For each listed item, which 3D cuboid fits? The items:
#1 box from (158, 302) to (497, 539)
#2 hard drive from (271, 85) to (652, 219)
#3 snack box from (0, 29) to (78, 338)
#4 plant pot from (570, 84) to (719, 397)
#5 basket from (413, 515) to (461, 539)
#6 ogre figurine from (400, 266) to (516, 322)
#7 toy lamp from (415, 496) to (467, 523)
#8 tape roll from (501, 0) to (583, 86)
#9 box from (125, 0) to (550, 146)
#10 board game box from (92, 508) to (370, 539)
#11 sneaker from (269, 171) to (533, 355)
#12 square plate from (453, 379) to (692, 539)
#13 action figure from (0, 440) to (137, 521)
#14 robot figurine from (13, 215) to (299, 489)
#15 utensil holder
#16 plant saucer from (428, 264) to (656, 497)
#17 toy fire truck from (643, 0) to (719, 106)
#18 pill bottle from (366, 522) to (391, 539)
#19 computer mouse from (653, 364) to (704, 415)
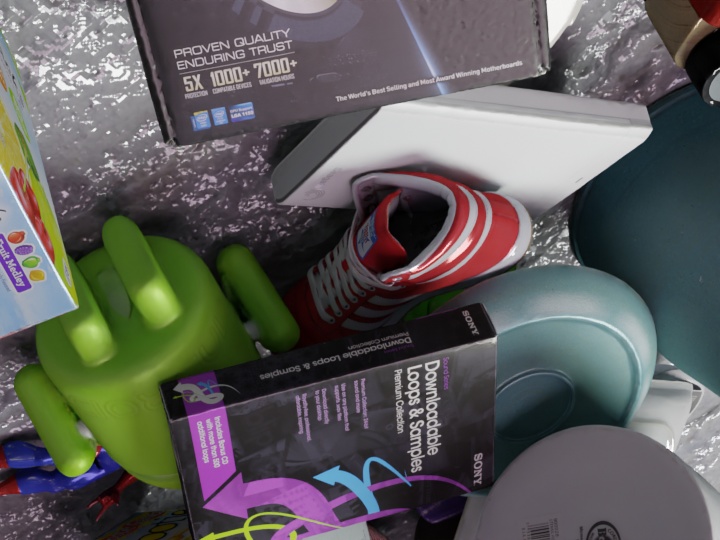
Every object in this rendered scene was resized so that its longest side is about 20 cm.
[{"bbox_3d":[-0.013,0.102,0.864,0.199,0.036,0.144,-15,134,-11],"label":"box"},{"bbox_3d":[0.062,-0.072,0.874,0.199,0.026,0.132,2,156,-33],"label":"hard drive"},{"bbox_3d":[-0.199,-0.092,0.638,0.067,0.201,0.169,-21,138,-5],"label":"snack box"},{"bbox_3d":[0.275,0.000,0.973,0.199,0.189,0.201,-14,136,-14],"label":"plant pot"},{"bbox_3d":[0.134,0.273,1.201,0.136,0.180,0.200,-40,130,-11],"label":"basket"},{"bbox_3d":[0.046,0.080,1.007,0.119,0.098,0.201,-12,147,-30],"label":"ogre figurine"},{"bbox_3d":[0.124,0.130,1.122,0.200,0.058,0.058,-40,136,14],"label":"toy lamp"},{"bbox_3d":[0.039,-0.173,0.799,0.201,0.037,0.204,-13,135,-14],"label":"tape roll"},{"bbox_3d":[-0.017,-0.167,0.689,0.198,0.086,0.165,-10,123,-1],"label":"box"},{"bbox_3d":[-0.096,0.227,0.985,0.199,0.106,0.103,-10,-172,30],"label":"board game box"},{"bbox_3d":[0.000,0.000,0.887,0.199,0.072,0.112,-30,158,23],"label":"sneaker"},{"bbox_3d":[0.162,0.175,1.074,0.197,0.028,0.201,7,106,-36],"label":"square plate"},{"bbox_3d":[-0.181,0.129,0.981,0.199,0.052,0.066,-20,134,-11],"label":"action figure"},{"bbox_3d":[-0.126,0.059,0.886,0.175,0.116,0.200,-32,138,-6],"label":"robot figurine"},{"bbox_3d":[0.185,0.206,0.948,0.169,0.171,0.200,-35,146,10],"label":"utensil holder"},{"bbox_3d":[0.109,0.084,0.940,0.199,0.027,0.201,-10,131,-12],"label":"plant saucer"},{"bbox_3d":[0.277,-0.211,0.836,0.175,0.129,0.200,-1,142,-25],"label":"toy fire truck"},{"bbox_3d":[-0.016,0.256,1.134,0.113,0.113,0.200,-36,136,11],"label":"pill bottle"},{"bbox_3d":[0.217,0.136,1.187,0.109,0.044,0.201,8,133,-26],"label":"computer mouse"}]
